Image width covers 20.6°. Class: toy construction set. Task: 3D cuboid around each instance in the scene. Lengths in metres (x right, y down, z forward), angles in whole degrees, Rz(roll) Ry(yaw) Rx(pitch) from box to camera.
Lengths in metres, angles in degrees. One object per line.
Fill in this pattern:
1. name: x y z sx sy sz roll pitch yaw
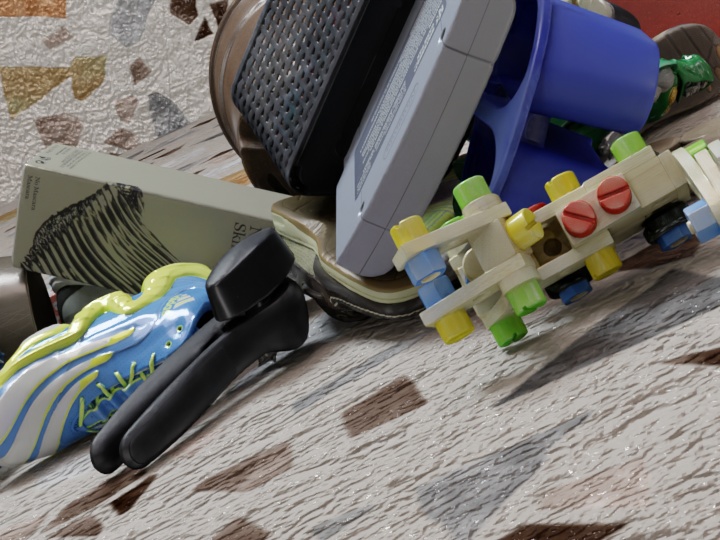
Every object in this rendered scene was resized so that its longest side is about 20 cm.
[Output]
1. toy construction set: 0.119 -0.024 1.020 0.198 0.093 0.131 -15 -13 9

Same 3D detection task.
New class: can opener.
1. can opener: -0.099 0.058 1.216 0.063 0.079 0.200 -21 22 50

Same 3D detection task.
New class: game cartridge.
1. game cartridge: 0.037 -0.101 1.164 0.134 0.041 0.201 -98 29 -57

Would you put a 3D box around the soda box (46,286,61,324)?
1. soda box: -0.153 0.006 1.570 0.199 0.069 0.064 -27 10 -16

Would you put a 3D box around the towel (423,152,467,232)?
1. towel: 0.068 -0.056 1.506 0.143 0.023 0.200 -13 16 46

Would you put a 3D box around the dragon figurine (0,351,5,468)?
1. dragon figurine: -0.269 0.104 1.299 0.058 0.100 0.201 -17 55 12

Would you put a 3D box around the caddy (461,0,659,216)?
1. caddy: 0.104 -0.093 1.186 0.104 0.143 0.200 17 12 -4

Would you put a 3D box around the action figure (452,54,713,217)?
1. action figure: 0.155 -0.092 1.345 0.199 0.055 0.118 -32 -10 -10

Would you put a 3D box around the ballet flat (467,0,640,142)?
1. ballet flat: 0.135 -0.158 1.384 0.073 0.073 0.200 -12 20 49

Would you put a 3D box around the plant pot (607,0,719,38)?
1. plant pot: 0.271 -0.256 1.607 0.199 0.177 0.200 -17 13 36

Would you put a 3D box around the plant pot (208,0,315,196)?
1. plant pot: -0.021 -0.127 1.514 0.199 0.201 0.198 -23 18 5

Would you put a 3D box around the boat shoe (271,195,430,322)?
1. boat shoe: 0.000 0.000 1.262 0.073 0.065 0.200 -14 21 -15

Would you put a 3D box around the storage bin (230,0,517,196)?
1. storage bin: 0.017 -0.154 1.283 0.134 0.094 0.201 -3 -48 -36

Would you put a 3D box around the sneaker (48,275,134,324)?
1. sneaker: -0.134 0.015 1.499 0.198 0.080 0.074 -9 -4 -8

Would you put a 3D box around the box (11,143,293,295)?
1. box: -0.140 -0.026 1.402 0.198 0.083 0.068 12 18 7

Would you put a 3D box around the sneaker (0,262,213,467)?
1. sneaker: -0.153 0.060 1.285 0.200 0.076 0.105 -41 27 -28

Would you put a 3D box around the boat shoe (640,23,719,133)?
1. boat shoe: 0.178 -0.125 1.473 0.198 0.076 0.072 -18 4 -18

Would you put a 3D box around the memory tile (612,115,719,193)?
1. memory tile: 0.244 -0.083 1.244 0.199 0.017 0.153 -22 10 19

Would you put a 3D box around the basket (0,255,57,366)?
1. basket: -0.321 0.069 1.437 0.198 0.182 0.136 -14 -11 -1
